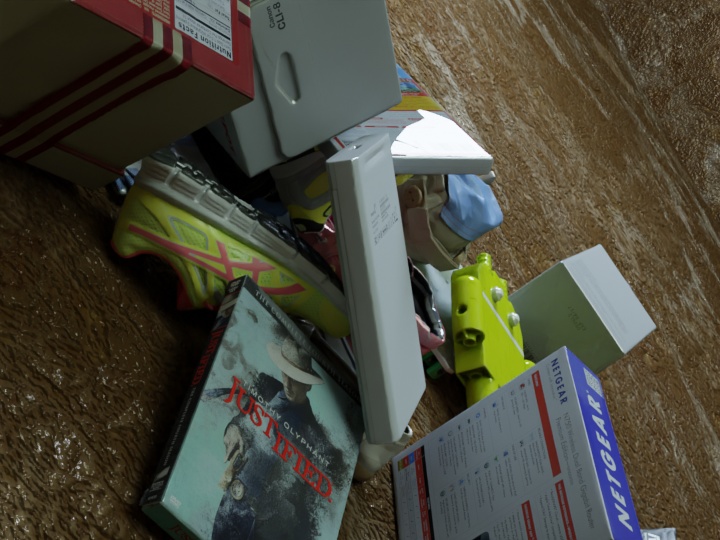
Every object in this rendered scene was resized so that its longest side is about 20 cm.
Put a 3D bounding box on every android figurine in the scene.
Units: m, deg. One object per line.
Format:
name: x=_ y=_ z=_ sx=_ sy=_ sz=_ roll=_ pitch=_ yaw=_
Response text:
android figurine: x=0.129 y=0.076 z=1.340 sx=0.182 sy=0.041 sz=0.201 roll=54 pitch=29 yaw=-43

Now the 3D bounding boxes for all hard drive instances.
hard drive: x=0.013 y=0.009 z=1.004 sx=0.132 sy=0.026 sz=0.201 roll=-49 pitch=132 yaw=-72

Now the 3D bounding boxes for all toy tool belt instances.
toy tool belt: x=0.088 y=-0.067 z=1.341 sx=0.200 sy=0.123 sz=0.125 roll=13 pitch=46 yaw=-59

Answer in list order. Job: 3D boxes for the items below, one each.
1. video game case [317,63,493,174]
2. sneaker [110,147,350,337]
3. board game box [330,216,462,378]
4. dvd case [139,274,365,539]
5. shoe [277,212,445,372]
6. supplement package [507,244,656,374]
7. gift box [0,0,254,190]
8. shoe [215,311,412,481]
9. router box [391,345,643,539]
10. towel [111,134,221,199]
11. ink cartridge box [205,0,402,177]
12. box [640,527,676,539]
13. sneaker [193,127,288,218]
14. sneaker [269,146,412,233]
video game case: x=0.003 y=-0.136 z=1.152 sx=0.142 sy=0.018 sz=0.200 roll=-2 pitch=35 yaw=-30
sneaker: x=-0.090 y=-0.001 z=0.985 sx=0.200 sy=0.090 sz=0.078 roll=34 pitch=5 yaw=-17
board game box: x=0.049 y=-0.003 z=1.370 sx=0.200 sy=0.026 sz=0.200 roll=55 pitch=22 yaw=-1
dvd case: x=-0.061 y=0.118 z=0.904 sx=0.146 sy=0.022 sz=0.201 roll=48 pitch=35 yaw=-26
shoe: x=0.000 y=0.000 z=1.173 sx=0.071 sy=0.091 sz=0.201 roll=18 pitch=42 yaw=-56
supplement package: x=0.233 y=0.060 z=1.533 sx=0.122 sy=0.120 sz=0.200 roll=57 pitch=22 yaw=8
gift box: x=-0.187 y=-0.180 z=0.908 sx=0.184 sy=0.186 sz=0.201 roll=29 pitch=48 yaw=-44
shoe: x=-0.037 y=0.070 z=1.048 sx=0.200 sy=0.053 sz=0.070 roll=51 pitch=22 yaw=-11
router box: x=0.111 y=0.179 z=1.027 sx=0.049 sy=0.179 sz=0.200 roll=41 pitch=26 yaw=-29
towel: x=-0.183 y=-0.135 z=1.081 sx=0.201 sy=0.024 sz=0.147 roll=61 pitch=21 yaw=15
ink cartridge box: x=-0.082 y=-0.200 z=1.074 sx=0.200 sy=0.144 sz=0.146 roll=49 pitch=-20 yaw=44
box: x=0.248 y=0.341 z=1.135 sx=0.160 sy=0.044 sz=0.201 roll=-66 pitch=150 yaw=-65
sneaker: x=-0.103 y=-0.136 z=1.182 sx=0.083 sy=0.071 sz=0.200 roll=36 pitch=31 yaw=-52
sneaker: x=0.000 y=-0.083 z=1.176 sx=0.199 sy=0.075 sz=0.077 roll=-18 pitch=102 yaw=-43
